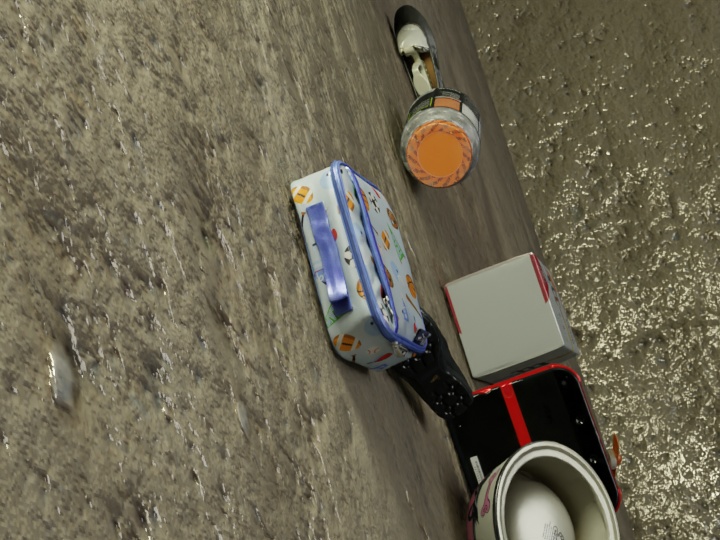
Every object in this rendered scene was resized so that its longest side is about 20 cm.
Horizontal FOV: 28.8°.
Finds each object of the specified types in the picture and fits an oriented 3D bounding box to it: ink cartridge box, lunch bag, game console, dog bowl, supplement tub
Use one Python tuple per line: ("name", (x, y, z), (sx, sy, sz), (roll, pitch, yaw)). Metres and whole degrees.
("ink cartridge box", (0.228, 0.076, 2.081), (0.200, 0.143, 0.147), (26, 44, -74))
("lunch bag", (0.000, 0.000, 1.377), (0.160, 0.075, 0.203), (34, 36, -66))
("game console", (0.211, 0.229, 1.701), (0.031, 0.174, 0.203), (85, -15, -81))
("dog bowl", (0.204, 0.301, 1.596), (0.198, 0.073, 0.203), (18, 59, -34))
("supplement tub", (0.122, -0.198, 2.115), (0.200, 0.121, 0.124), (-72, 139, -70))

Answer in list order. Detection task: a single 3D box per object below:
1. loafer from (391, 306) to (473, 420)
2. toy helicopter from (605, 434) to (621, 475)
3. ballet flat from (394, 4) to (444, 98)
("loafer", (0.062, 0.088, 1.538), (0.201, 0.068, 0.071), (55, 0, -42))
("toy helicopter", (0.400, 0.344, 2.430), (0.200, 0.131, 0.080), (49, 23, -59))
("ballet flat", (0.105, -0.371, 2.457), (0.203, 0.067, 0.068), (69, 21, -1))
